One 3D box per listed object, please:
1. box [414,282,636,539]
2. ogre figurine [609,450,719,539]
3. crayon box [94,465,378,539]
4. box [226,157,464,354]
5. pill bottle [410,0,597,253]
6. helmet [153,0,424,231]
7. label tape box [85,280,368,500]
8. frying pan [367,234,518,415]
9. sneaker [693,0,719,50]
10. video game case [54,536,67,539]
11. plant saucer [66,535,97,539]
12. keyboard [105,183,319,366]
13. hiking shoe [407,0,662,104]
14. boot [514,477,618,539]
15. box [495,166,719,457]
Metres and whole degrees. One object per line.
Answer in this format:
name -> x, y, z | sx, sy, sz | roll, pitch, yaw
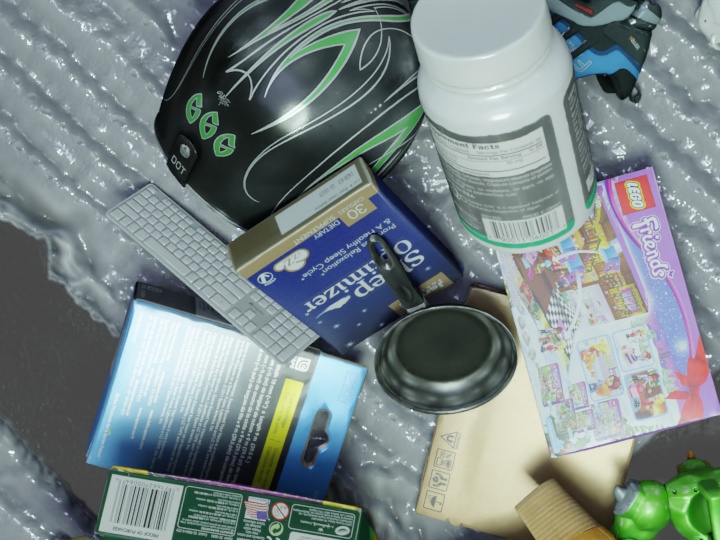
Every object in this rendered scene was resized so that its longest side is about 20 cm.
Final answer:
box -> 0.145, 0.127, 1.150 | 0.163, 0.021, 0.201 | 15, 100, 8
ogre figurine -> 0.279, 0.211, 1.104 | 0.199, 0.098, 0.120 | -4, 109, 21
crayon box -> -0.092, 0.216, 1.124 | 0.199, 0.173, 0.059 | 8, 70, 9
box -> 0.000, 0.000, 1.079 | 0.121, 0.200, 0.032 | -33, 55, 12
pill bottle -> 0.105, -0.115, 1.019 | 0.113, 0.113, 0.200 | -10, 139, 11
helmet -> -0.043, -0.137, 1.064 | 0.200, 0.200, 0.191 | 46, 113, 1
label tape box -> -0.112, 0.109, 1.163 | 0.199, 0.063, 0.145 | 17, 100, -11
frying pan -> 0.040, 0.048, 1.093 | 0.190, 0.031, 0.115 | 36, 119, -26
sneaker -> 0.307, -0.181, 1.067 | 0.087, 0.074, 0.201 | -18, 88, 23
video game case -> -0.289, 0.358, 1.188 | 0.023, 0.182, 0.200 | 29, 105, -35
plant saucer -> -0.143, 0.273, 1.116 | 0.199, 0.200, 0.049 | 10, 67, 41
keyboard -> -0.120, 0.001, 1.146 | 0.200, 0.056, 0.011 | 39, 133, 14
hiking shoe -> 0.131, -0.178, 1.067 | 0.199, 0.074, 0.087 | 6, 106, -9
boot -> 0.137, 0.276, 1.108 | 0.201, 0.071, 0.144 | -50, 63, 30
box -> 0.189, 0.033, 1.099 | 0.136, 0.039, 0.201 | -15, 84, 7
